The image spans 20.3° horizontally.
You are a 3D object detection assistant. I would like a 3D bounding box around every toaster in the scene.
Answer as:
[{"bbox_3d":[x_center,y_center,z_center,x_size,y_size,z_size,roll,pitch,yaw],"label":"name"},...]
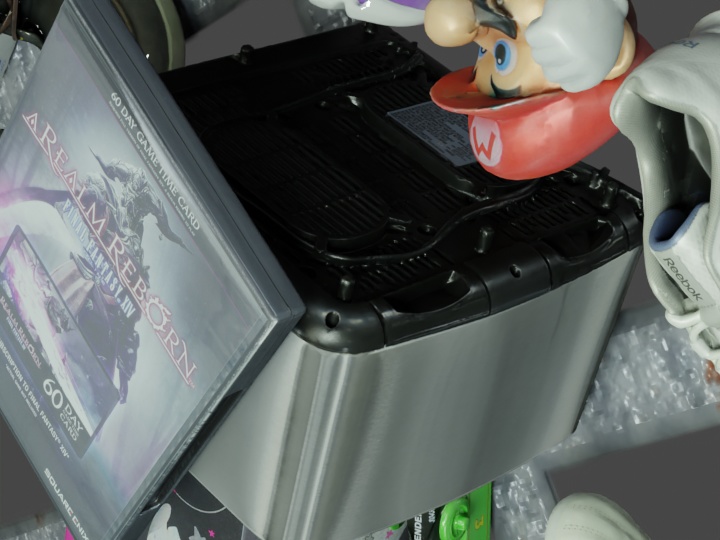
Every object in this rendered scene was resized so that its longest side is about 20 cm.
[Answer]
[{"bbox_3d":[0.000,0.000,0.794,0.200,0.181,0.119,38,132,33],"label":"toaster"}]

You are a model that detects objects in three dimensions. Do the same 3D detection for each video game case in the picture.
[{"bbox_3d":[-0.100,0.010,0.758,0.143,0.019,0.200,57,142,16],"label":"video game case"}]

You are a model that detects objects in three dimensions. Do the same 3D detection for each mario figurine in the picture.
[{"bbox_3d":[0.058,-0.130,0.722,0.106,0.123,0.201,11,107,18],"label":"mario figurine"}]

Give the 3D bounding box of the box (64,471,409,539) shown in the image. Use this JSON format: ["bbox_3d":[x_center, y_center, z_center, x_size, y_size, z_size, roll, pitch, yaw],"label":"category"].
[{"bbox_3d":[-0.048,0.105,0.918,0.115,0.132,0.200,33,128,32],"label":"box"}]

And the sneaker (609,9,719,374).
[{"bbox_3d":[0.140,0.009,0.712,0.074,0.087,0.200,-25,86,48],"label":"sneaker"}]

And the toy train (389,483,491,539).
[{"bbox_3d":[0.035,0.175,0.911,0.042,0.056,0.201,12,114,28],"label":"toy train"}]

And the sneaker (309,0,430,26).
[{"bbox_3d":[-0.026,-0.185,0.818,0.200,0.080,0.089,46,122,12],"label":"sneaker"}]

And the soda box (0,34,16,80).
[{"bbox_3d":[-0.270,-0.122,1.022,0.068,0.200,0.064,50,133,22],"label":"soda box"}]

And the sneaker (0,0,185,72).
[{"bbox_3d":[-0.179,-0.136,0.988,0.200,0.106,0.075,40,130,30],"label":"sneaker"}]

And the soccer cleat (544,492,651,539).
[{"bbox_3d":[0.136,0.176,0.799,0.077,0.069,0.200,-19,97,44],"label":"soccer cleat"}]

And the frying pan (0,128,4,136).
[{"bbox_3d":[-0.120,-0.010,1.029,0.190,0.031,0.115,13,114,48],"label":"frying pan"}]
